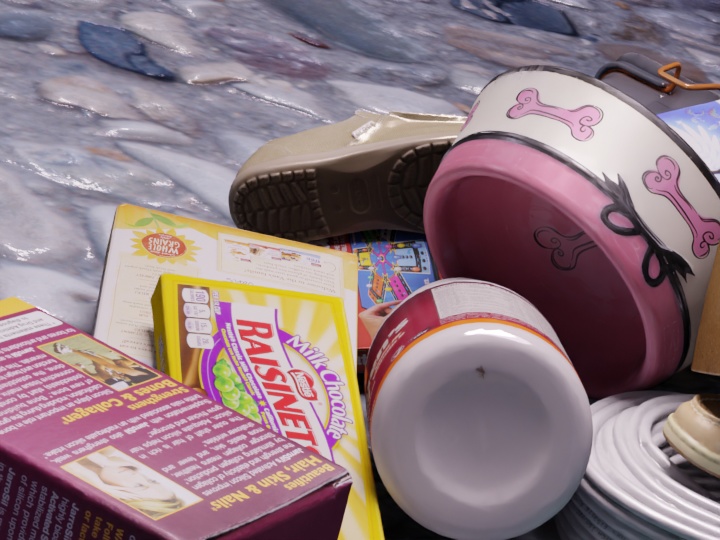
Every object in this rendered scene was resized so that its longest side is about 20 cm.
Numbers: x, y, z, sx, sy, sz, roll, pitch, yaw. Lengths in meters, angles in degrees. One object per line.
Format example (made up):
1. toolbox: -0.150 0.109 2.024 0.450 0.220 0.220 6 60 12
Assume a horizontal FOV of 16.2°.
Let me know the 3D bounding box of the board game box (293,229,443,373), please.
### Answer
1. board game box: 0.000 0.000 1.513 0.103 0.019 0.200 -5 31 -3

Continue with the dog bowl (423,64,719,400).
1. dog bowl: 0.119 -0.013 1.413 0.200 0.200 0.074 29 58 30

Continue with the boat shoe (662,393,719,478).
1. boat shoe: 0.252 0.081 1.311 0.200 0.063 0.073 6 24 -22

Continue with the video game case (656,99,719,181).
1. video game case: 0.214 -0.035 1.591 0.200 0.046 0.181 -14 38 -26

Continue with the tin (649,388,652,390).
1. tin: 0.136 0.016 1.605 0.112 0.042 0.200 27 17 -16

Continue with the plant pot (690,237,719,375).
1. plant pot: 0.268 -0.040 1.298 0.186 0.200 0.186 3 1 0

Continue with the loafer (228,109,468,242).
1. loafer: 0.019 -0.064 1.528 0.200 0.076 0.068 -4 37 -3

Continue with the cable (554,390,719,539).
1. cable: 0.196 0.130 1.337 0.200 0.069 0.200 11 21 -11

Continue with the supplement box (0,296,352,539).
1. supplement box: -0.127 0.104 1.101 0.200 0.103 0.131 26 22 26

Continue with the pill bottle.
1. pill bottle: 0.057 0.064 1.312 0.109 0.110 0.200 15 8 -4

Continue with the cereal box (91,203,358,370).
1. cereal box: -0.074 0.041 1.361 0.144 0.040 0.200 13 31 -7

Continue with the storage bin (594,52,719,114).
1. storage bin: 0.191 -0.064 1.760 0.134 0.146 0.200 -15 36 -38

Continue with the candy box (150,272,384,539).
1. candy box: -0.047 0.081 1.252 0.102 0.026 0.200 10 39 -18
